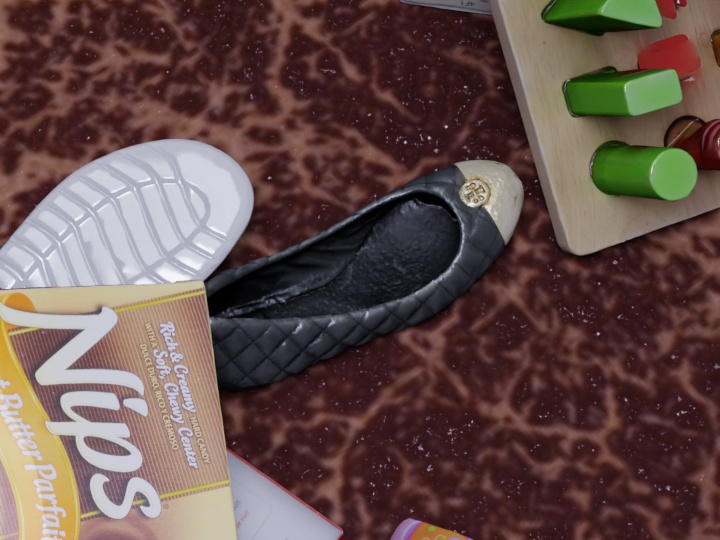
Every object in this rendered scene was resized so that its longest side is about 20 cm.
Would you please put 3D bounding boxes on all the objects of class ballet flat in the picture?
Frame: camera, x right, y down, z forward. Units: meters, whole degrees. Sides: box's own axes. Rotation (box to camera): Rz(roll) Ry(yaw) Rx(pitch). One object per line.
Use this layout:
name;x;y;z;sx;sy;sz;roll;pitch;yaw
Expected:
ballet flat;0.000;0.000;1.148;0.199;0.057;0.067;-30;66;-18

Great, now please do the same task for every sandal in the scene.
sandal;-0.142;0.008;1.142;0.202;0.050;0.083;-38;83;-7

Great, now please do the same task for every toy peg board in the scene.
toy peg board;0.178;-0.129;1.150;0.198;0.098;0.201;-19;99;-12

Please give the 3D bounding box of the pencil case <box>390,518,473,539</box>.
pencil case;0.004;0.208;1.017;0.087;0.088;0.200;27;63;13

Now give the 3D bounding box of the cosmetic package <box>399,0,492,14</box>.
cosmetic package;0.076;-0.249;1.269;0.087;0.104;0.201;8;59;4

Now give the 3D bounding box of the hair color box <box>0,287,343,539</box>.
hair color box;-0.120;0.108;1.057;0.200;0.061;0.102;36;60;4

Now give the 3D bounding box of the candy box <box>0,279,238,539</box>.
candy box;-0.114;0.106;0.992;0.115;0.055;0.201;-2;65;-16
